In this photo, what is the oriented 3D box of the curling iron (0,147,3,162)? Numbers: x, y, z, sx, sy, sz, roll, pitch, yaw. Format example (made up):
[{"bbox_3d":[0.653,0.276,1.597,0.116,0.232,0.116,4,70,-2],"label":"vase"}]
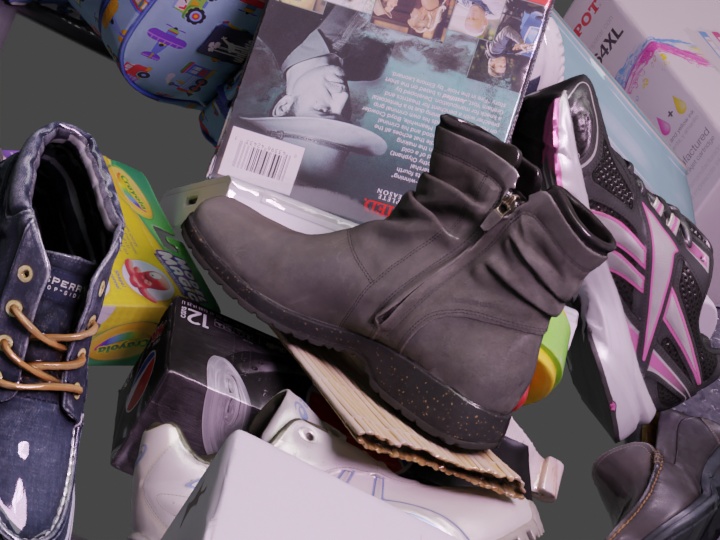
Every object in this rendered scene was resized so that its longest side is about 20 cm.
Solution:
[{"bbox_3d":[-0.210,-0.085,1.244,0.050,0.026,0.200,40,5,-31],"label":"curling iron"}]

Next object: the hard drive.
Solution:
[{"bbox_3d":[0.000,0.000,1.299,0.199,0.026,0.132,21,-9,-18],"label":"hard drive"}]

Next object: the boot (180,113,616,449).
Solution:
[{"bbox_3d":[0.019,-0.018,1.148,0.200,0.131,0.068,33,14,25],"label":"boot"}]

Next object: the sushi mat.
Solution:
[{"bbox_3d":[0.002,0.048,1.182,0.095,0.012,0.200,19,15,-29],"label":"sushi mat"}]

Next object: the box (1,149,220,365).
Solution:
[{"bbox_3d":[-0.173,-0.008,1.214,0.200,0.048,0.117,1,44,-37],"label":"box"}]

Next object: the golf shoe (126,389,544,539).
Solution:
[{"bbox_3d":[-0.009,0.100,1.115,0.199,0.078,0.098,-4,84,-26],"label":"golf shoe"}]

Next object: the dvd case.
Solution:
[{"bbox_3d":[0.019,-0.118,1.275,0.146,0.201,0.022,16,-11,7],"label":"dvd case"}]

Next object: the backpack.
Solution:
[{"bbox_3d":[-0.058,-0.154,1.378,0.200,0.183,0.135,9,51,-39],"label":"backpack"}]

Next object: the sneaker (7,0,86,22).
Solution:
[{"bbox_3d":[-0.148,-0.206,1.433,0.199,0.115,0.081,8,41,-34],"label":"sneaker"}]

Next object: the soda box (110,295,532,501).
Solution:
[{"bbox_3d":[-0.017,0.090,1.194,0.200,0.071,0.063,23,32,-16],"label":"soda box"}]

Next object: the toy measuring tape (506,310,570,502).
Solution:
[{"bbox_3d":[0.084,0.057,1.237,0.200,0.073,0.074,55,11,-44],"label":"toy measuring tape"}]

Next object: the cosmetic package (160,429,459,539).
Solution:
[{"bbox_3d":[-0.012,0.204,0.959,0.200,0.165,0.165,28,32,-9],"label":"cosmetic package"}]

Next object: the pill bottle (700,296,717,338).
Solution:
[{"bbox_3d":[0.117,-0.024,1.427,0.109,0.109,0.200,-3,46,-43],"label":"pill bottle"}]

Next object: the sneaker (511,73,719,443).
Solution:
[{"bbox_3d":[0.141,-0.015,1.303,0.086,0.201,0.080,-21,25,-11],"label":"sneaker"}]

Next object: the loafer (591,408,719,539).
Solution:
[{"bbox_3d":[0.152,0.126,1.304,0.072,0.073,0.200,32,22,14],"label":"loafer"}]

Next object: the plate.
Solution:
[{"bbox_3d":[0.136,-0.102,1.411,0.200,0.026,0.200,49,8,-9],"label":"plate"}]

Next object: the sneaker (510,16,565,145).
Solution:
[{"bbox_3d":[0.008,-0.077,1.315,0.129,0.199,0.080,-3,70,-48],"label":"sneaker"}]

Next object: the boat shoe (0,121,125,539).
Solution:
[{"bbox_3d":[-0.147,0.035,1.088,0.071,0.091,0.201,9,60,-34],"label":"boat shoe"}]

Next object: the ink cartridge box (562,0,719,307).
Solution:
[{"bbox_3d":[0.196,-0.091,1.567,0.125,0.129,0.200,1,43,-40],"label":"ink cartridge box"}]
